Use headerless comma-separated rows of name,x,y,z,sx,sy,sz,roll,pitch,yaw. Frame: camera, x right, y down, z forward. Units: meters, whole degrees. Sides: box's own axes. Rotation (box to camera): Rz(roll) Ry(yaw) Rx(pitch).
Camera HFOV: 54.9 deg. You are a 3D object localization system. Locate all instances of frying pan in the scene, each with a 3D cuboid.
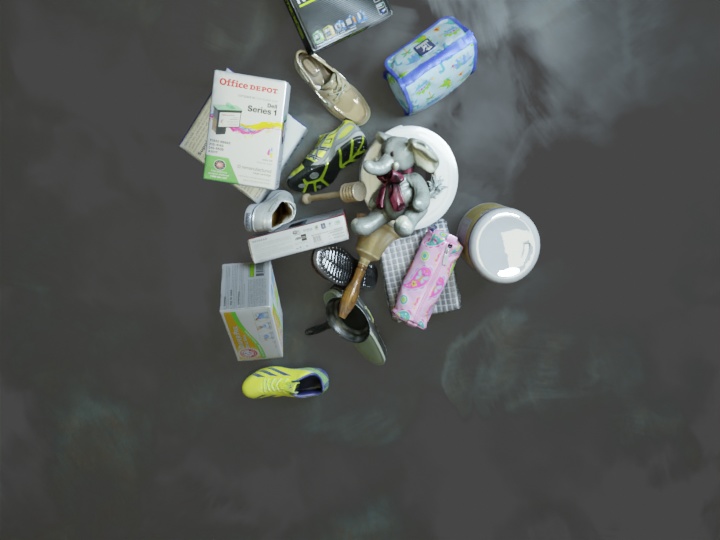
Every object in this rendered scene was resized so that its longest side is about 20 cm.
frying pan,-0.040,0.120,1.479,0.115,0.031,0.191,43,139,4

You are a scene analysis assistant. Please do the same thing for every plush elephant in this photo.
plush elephant,0.068,-0.174,1.284,0.199,0.163,0.158,-38,115,-24

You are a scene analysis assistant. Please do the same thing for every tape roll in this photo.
tape roll,0.094,-0.192,1.429,0.196,0.139,0.209,0,100,-2

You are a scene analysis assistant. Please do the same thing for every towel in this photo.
towel,0.126,0.004,1.489,0.161,0.086,0.206,-12,100,1

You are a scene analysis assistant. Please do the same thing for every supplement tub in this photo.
supplement tub,0.275,-0.061,1.424,0.141,0.200,0.150,0,99,-2

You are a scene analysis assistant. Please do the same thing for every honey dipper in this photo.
honey dipper,-0.061,-0.155,1.416,0.037,0.198,0.039,-1,92,-37

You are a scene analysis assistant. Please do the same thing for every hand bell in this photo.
hand bell,0.000,0.000,1.397,0.102,0.104,0.205,24,86,-6

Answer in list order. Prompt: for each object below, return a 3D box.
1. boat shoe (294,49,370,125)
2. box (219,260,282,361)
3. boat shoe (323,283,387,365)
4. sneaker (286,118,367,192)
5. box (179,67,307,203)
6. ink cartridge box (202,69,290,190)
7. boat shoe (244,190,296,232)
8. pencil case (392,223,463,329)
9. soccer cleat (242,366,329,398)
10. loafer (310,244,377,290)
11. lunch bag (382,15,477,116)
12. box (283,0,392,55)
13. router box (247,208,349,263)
boat shoe,-0.060,-0.377,1.430,0.200,0.065,0.072,44,96,-8
box,-0.220,0.088,1.424,0.098,0.202,0.115,-5,55,-1
boat shoe,0.001,0.112,1.510,0.071,0.061,0.203,-25,104,46
sneaker,-0.074,-0.237,1.457,0.197,0.075,0.078,-32,58,15
box,-0.236,-0.273,1.421,0.198,0.105,0.186,35,97,-8
ink cartridge box,-0.217,-0.268,1.326,0.140,0.084,0.206,8,99,-3
boat shoe,-0.164,-0.118,1.399,0.068,0.200,0.073,7,105,15
pencil case,0.137,0.014,1.408,0.086,0.088,0.204,25,99,-6
soccer cleat,-0.166,0.249,1.518,0.194,0.084,0.067,-5,100,-1
loafer,-0.044,0.001,1.444,0.070,0.198,0.075,4,75,38
lunch bag,0.138,-0.400,1.365,0.168,0.200,0.129,-34,99,5
box,-0.058,-0.563,1.383,0.197,0.047,0.197,-28,102,-16
router box,-0.122,-0.073,1.420,0.194,0.180,0.050,-15,99,0
